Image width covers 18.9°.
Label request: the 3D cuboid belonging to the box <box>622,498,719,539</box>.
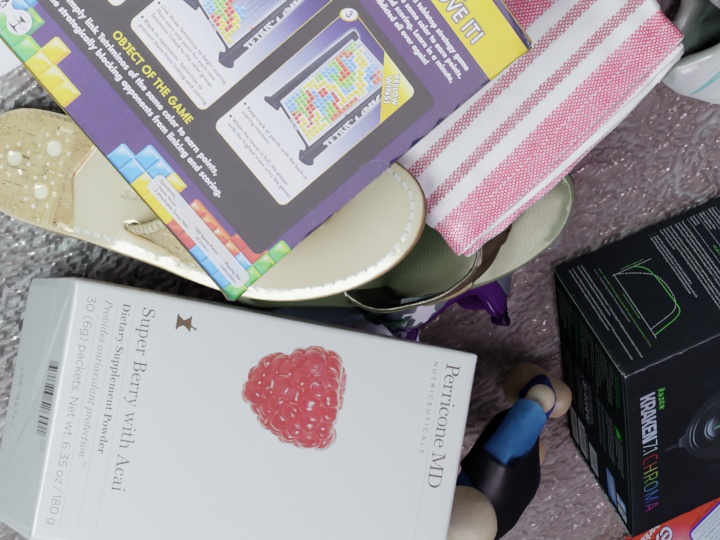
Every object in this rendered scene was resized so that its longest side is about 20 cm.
[{"bbox_3d":[0.245,0.213,1.488,0.095,0.100,0.200,17,122,-42],"label":"box"}]

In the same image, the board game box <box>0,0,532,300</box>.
[{"bbox_3d":[-0.054,-0.115,0.853,0.165,0.057,0.200,-40,119,-1],"label":"board game box"}]

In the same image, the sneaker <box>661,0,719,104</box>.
[{"bbox_3d":[0.215,-0.160,1.089,0.080,0.071,0.201,1,133,-29],"label":"sneaker"}]

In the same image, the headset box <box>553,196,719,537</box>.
[{"bbox_3d":[0.227,0.044,1.299,0.199,0.093,0.175,-23,142,-10],"label":"headset box"}]

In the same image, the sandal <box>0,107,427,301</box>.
[{"bbox_3d":[-0.081,-0.034,0.948,0.070,0.210,0.078,24,77,-76],"label":"sandal"}]

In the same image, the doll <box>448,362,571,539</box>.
[{"bbox_3d":[0.075,0.119,1.216,0.137,0.048,0.200,-67,172,17],"label":"doll"}]

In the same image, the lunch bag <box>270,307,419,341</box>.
[{"bbox_3d":[-0.054,0.113,1.174,0.168,0.127,0.201,-9,125,-25],"label":"lunch bag"}]

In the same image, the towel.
[{"bbox_3d":[0.033,-0.122,0.967,0.146,0.030,0.200,-43,104,5],"label":"towel"}]

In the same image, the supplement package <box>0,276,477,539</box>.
[{"bbox_3d":[-0.062,0.079,1.038,0.199,0.120,0.122,11,86,-19],"label":"supplement package"}]

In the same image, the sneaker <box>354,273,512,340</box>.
[{"bbox_3d":[0.000,0.000,1.098,0.199,0.074,0.088,-5,100,-28],"label":"sneaker"}]

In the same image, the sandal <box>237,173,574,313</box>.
[{"bbox_3d":[0.025,-0.009,1.036,0.200,0.057,0.080,-13,125,-34],"label":"sandal"}]

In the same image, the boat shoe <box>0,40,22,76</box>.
[{"bbox_3d":[-0.117,-0.162,0.885,0.200,0.074,0.065,-47,118,6],"label":"boat shoe"}]
